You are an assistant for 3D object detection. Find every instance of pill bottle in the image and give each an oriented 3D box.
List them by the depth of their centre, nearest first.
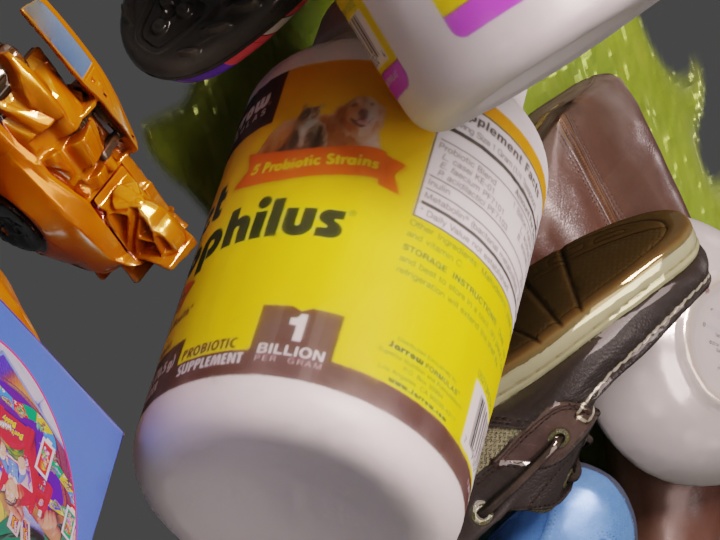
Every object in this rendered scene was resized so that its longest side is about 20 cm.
[{"bbox_3d":[0.011,-0.152,0.947,0.104,0.104,0.200,-31,88,-32],"label":"pill bottle"},{"bbox_3d":[0.000,0.000,1.003,0.109,0.109,0.200,45,45,-32],"label":"pill bottle"}]

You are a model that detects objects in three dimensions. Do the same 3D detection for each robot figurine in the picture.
[{"bbox_3d":[-0.143,-0.050,0.940,0.145,0.058,0.200,-53,123,-24],"label":"robot figurine"}]

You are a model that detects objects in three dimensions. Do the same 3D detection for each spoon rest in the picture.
[{"bbox_3d":[0.159,0.048,1.135,0.200,0.061,0.100,25,68,-26],"label":"spoon rest"}]

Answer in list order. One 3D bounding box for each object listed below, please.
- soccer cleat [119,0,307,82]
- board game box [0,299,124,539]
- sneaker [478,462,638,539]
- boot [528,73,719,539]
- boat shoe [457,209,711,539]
[{"bbox_3d":[-0.005,-0.133,1.042,0.200,0.068,0.073,-53,148,-15],"label":"soccer cleat"},{"bbox_3d":[-0.151,0.046,0.847,0.200,0.045,0.135,52,39,-40],"label":"board game box"},{"bbox_3d":[0.042,0.162,1.067,0.066,0.078,0.200,29,90,6],"label":"sneaker"},{"bbox_3d":[0.083,0.048,1.126,0.187,0.064,0.200,-53,126,-35],"label":"boot"},{"bbox_3d":[0.047,0.058,1.060,0.200,0.073,0.065,-38,106,5],"label":"boat shoe"}]
